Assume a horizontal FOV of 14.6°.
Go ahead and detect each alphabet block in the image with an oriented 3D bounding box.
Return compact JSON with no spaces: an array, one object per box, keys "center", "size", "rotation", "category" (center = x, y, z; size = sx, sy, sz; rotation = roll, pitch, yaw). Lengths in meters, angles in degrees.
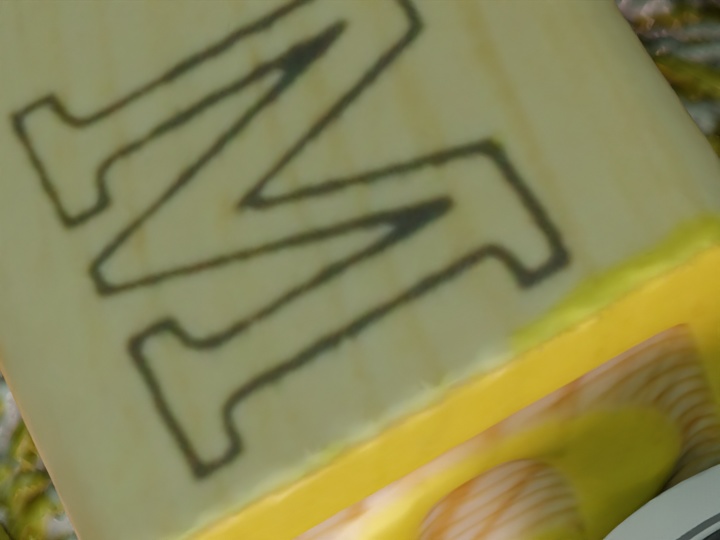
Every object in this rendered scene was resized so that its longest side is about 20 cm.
[{"center":[0.000,0.000,0.829],"size":[0.196,0.195,0.200],"rotation":[-30,59,2],"category":"alphabet block"}]

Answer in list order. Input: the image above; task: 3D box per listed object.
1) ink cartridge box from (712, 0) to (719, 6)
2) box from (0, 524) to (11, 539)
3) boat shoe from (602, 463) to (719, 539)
[{"center":[0.092,-0.179,0.919],"size":[0.200,0.067,0.117],"rotation":[40,98,17],"category":"ink cartridge box"},{"center":[-0.219,0.138,0.999],"size":[0.200,0.050,0.075],"rotation":[-44,73,10],"category":"box"},{"center":[0.153,0.093,0.814],"size":[0.066,0.200,0.070],"rotation":[43,131,48],"category":"boat shoe"}]
